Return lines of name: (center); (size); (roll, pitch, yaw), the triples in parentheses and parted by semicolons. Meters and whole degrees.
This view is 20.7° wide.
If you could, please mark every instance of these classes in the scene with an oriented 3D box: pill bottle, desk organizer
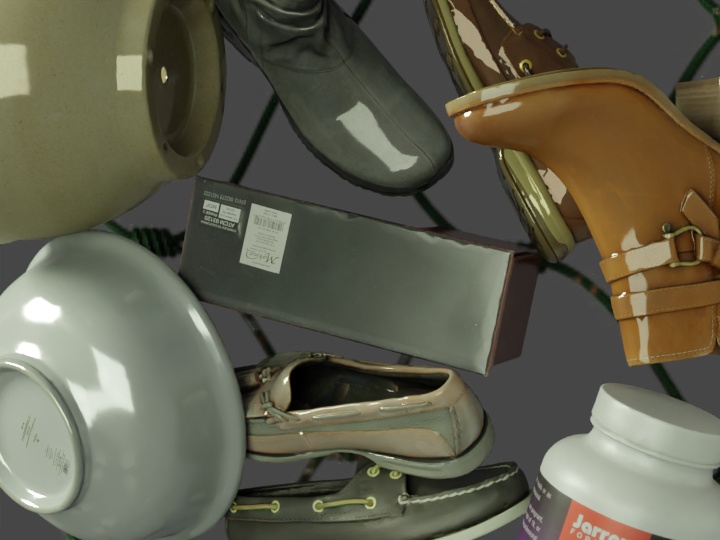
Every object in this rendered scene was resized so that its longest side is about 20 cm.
pill bottle: (0.138, 0.170, 1.093); (0.112, 0.112, 0.202); (20, 101, 18)
desk organizer: (0.000, 0.000, 1.154); (0.198, 0.077, 0.073); (14, 98, 20)

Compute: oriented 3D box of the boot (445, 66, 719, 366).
boot: (0.139, -0.027, 1.061); (0.077, 0.198, 0.157); (-2, 87, 64)

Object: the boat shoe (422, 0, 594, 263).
boat shoe: (0.091, -0.107, 1.122); (0.067, 0.072, 0.202); (-26, 88, 0)

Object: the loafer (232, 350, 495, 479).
loafer: (-0.017, 0.073, 1.154); (0.198, 0.072, 0.063); (5, 135, 29)

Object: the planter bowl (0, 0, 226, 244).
planter bowl: (-0.159, -0.115, 1.144); (0.133, 0.200, 0.203); (1, 94, 18)

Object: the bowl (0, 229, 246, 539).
bowl: (-0.170, 0.085, 1.178); (0.200, 0.090, 0.203); (19, 120, 36)

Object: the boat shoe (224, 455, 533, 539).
boat shoe: (0.007, 0.139, 1.163); (0.199, 0.072, 0.061); (-17, 91, 23)

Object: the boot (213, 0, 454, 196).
boot: (-0.026, -0.134, 1.119); (0.200, 0.132, 0.070); (42, 75, 12)
